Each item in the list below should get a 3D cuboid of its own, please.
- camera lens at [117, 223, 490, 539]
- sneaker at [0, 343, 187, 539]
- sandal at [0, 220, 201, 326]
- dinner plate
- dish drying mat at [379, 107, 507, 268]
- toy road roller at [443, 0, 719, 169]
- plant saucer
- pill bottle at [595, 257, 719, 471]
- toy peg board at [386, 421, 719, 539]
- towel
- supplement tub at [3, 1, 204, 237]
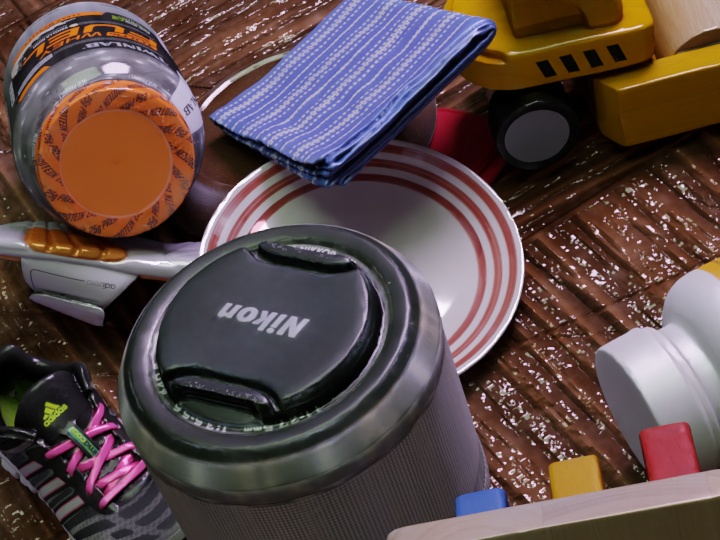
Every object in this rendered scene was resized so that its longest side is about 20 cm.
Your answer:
[{"bbox_3d":[-0.022,0.089,0.821,0.160,0.200,0.160,-10,45,10],"label":"camera lens"},{"bbox_3d":[-0.162,0.104,0.935,0.200,0.088,0.074,30,63,37],"label":"sneaker"},{"bbox_3d":[-0.153,0.009,1.039,0.206,0.059,0.079,8,11,4],"label":"sandal"},{"bbox_3d":[0.000,0.000,0.995,0.200,0.024,0.200,-1,55,1],"label":"dinner plate"},{"bbox_3d":[0.024,-0.033,1.050,0.077,0.018,0.200,19,57,34],"label":"dish drying mat"},{"bbox_3d":[0.152,-0.166,1.034,0.200,0.146,0.123,-12,45,1],"label":"toy road roller"},{"bbox_3d":[-0.047,-0.097,1.115,0.200,0.032,0.200,-14,42,13],"label":"plant saucer"},{"bbox_3d":[0.230,0.035,0.849,0.200,0.113,0.113,-26,45,-7],"label":"pill bottle"},{"bbox_3d":[0.131,0.156,0.724,0.199,0.200,0.098,-12,28,9],"label":"toy peg board"},{"bbox_3d":[-0.011,-0.123,1.031,0.145,0.024,0.200,-44,28,-9],"label":"towel"},{"bbox_3d":[-0.170,-0.099,1.069,0.122,0.123,0.200,-25,25,-5],"label":"supplement tub"}]
